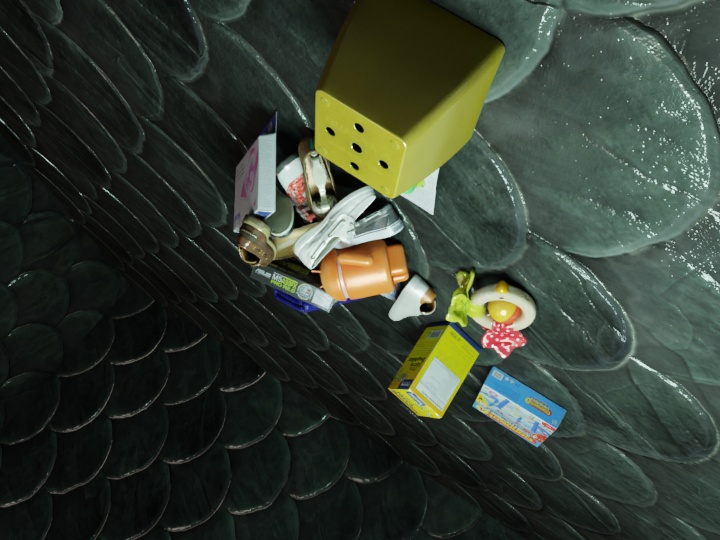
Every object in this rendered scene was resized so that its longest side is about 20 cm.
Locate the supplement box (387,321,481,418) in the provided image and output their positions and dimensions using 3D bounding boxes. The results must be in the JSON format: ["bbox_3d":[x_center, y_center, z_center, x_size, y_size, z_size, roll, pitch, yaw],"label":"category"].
[{"bbox_3d":[0.176,0.234,1.510,0.109,0.201,0.109,42,157,-14],"label":"supplement box"}]

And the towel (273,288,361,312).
[{"bbox_3d":[-0.101,0.049,1.596,0.147,0.199,0.050,20,114,45],"label":"towel"}]

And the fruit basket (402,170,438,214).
[{"bbox_3d":[0.053,-0.181,1.062,0.184,0.094,0.200,32,173,13],"label":"fruit basket"}]

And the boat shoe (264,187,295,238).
[{"bbox_3d":[-0.170,-0.114,1.320,0.200,0.074,0.066,49,174,50],"label":"boat shoe"}]

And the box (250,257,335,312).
[{"bbox_3d":[-0.138,0.021,1.475,0.198,0.045,0.160,24,-166,5],"label":"box"}]

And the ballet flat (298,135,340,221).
[{"bbox_3d":[-0.075,-0.159,1.227,0.073,0.067,0.202,-107,6,-55],"label":"ballet flat"}]

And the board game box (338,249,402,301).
[{"bbox_3d":[0.001,-0.010,1.513,0.199,0.035,0.136,23,154,31],"label":"board game box"}]

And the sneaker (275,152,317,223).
[{"bbox_3d":[-0.115,-0.162,1.297,0.108,0.067,0.201,52,171,7],"label":"sneaker"}]

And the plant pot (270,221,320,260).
[{"bbox_3d":[-0.128,-0.063,1.407,0.028,0.198,0.200,71,158,6],"label":"plant pot"}]

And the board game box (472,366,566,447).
[{"bbox_3d":[0.393,0.346,1.599,0.199,0.056,0.196,31,157,16],"label":"board game box"}]

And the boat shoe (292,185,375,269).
[{"bbox_3d":[-0.038,-0.080,1.230,0.070,0.200,0.071,51,-170,15],"label":"boat shoe"}]

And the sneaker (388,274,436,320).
[{"bbox_3d":[0.122,0.086,1.467,0.084,0.073,0.200,37,157,6],"label":"sneaker"}]

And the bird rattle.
[{"bbox_3d":[0.265,0.088,1.234,0.200,0.113,0.163,40,142,-16],"label":"bird rattle"}]

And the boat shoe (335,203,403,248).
[{"bbox_3d":[-0.002,-0.095,1.292,0.198,0.073,0.069,-6,116,52],"label":"boat shoe"}]

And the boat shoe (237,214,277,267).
[{"bbox_3d":[-0.215,-0.045,1.271,0.071,0.068,0.200,27,164,6],"label":"boat shoe"}]

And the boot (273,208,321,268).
[{"bbox_3d":[-0.141,-0.071,1.556,0.200,0.076,0.156,49,155,15],"label":"boot"}]

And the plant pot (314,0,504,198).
[{"bbox_3d":[0.042,-0.222,0.846,0.199,0.177,0.200,33,158,10],"label":"plant pot"}]

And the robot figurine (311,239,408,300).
[{"bbox_3d":[0.000,-0.001,1.345,0.144,0.198,0.118,-79,-24,-74],"label":"robot figurine"}]

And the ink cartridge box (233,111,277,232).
[{"bbox_3d":[-0.215,-0.193,1.280,0.043,0.203,0.196,3,169,-24],"label":"ink cartridge box"}]
